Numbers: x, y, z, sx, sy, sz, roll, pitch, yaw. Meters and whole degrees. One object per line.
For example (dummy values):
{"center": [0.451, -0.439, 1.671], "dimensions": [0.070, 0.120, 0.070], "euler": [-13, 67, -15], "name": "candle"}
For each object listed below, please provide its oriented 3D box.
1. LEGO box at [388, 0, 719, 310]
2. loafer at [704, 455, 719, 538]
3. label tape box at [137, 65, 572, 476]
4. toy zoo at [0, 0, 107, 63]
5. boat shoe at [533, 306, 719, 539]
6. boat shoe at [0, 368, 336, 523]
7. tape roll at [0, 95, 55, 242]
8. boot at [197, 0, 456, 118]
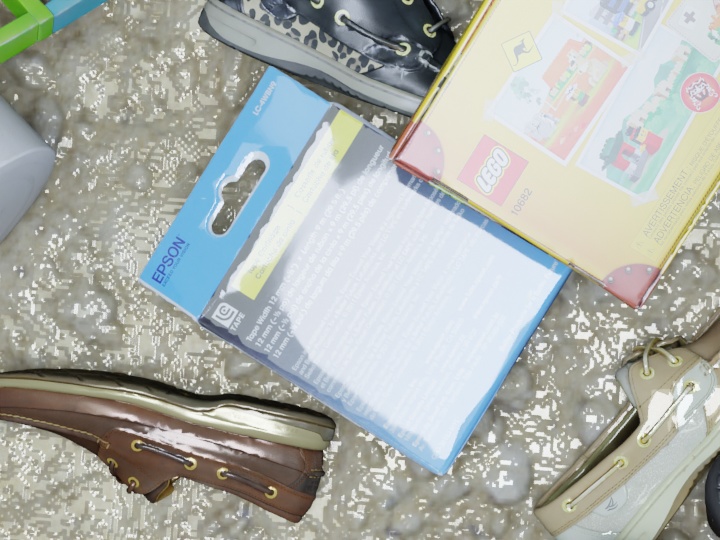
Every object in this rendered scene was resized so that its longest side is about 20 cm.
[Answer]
{"center": [0.128, -0.104, 0.973], "dimensions": [0.149, 0.077, 0.200], "euler": [32, 98, -2], "name": "LEGO box"}
{"center": [0.276, 0.112, 1.047], "dimensions": [0.200, 0.071, 0.073], "euler": [-4, 71, -10], "name": "loafer"}
{"center": [0.000, 0.000, 1.063], "dimensions": [0.200, 0.066, 0.143], "euler": [32, 92, 5], "name": "label tape box"}
{"center": [-0.167, -0.205, 1.051], "dimensions": [0.200, 0.020, 0.131], "euler": [-37, 77, -25], "name": "toy zoo"}
{"center": [0.168, 0.074, 1.047], "dimensions": [0.066, 0.074, 0.200], "euler": [33, 93, -2], "name": "boat shoe"}
{"center": [-0.117, 0.096, 1.068], "dimensions": [0.200, 0.072, 0.068], "euler": [11, 90, 1], "name": "boat shoe"}
{"center": [-0.280, -0.042, 1.013], "dimensions": [0.203, 0.203, 0.139], "euler": [-45, 87, 3], "name": "tape roll"}
{"center": [0.025, -0.168, 1.043], "dimensions": [0.203, 0.073, 0.154], "euler": [20, 103, 7], "name": "boot"}
